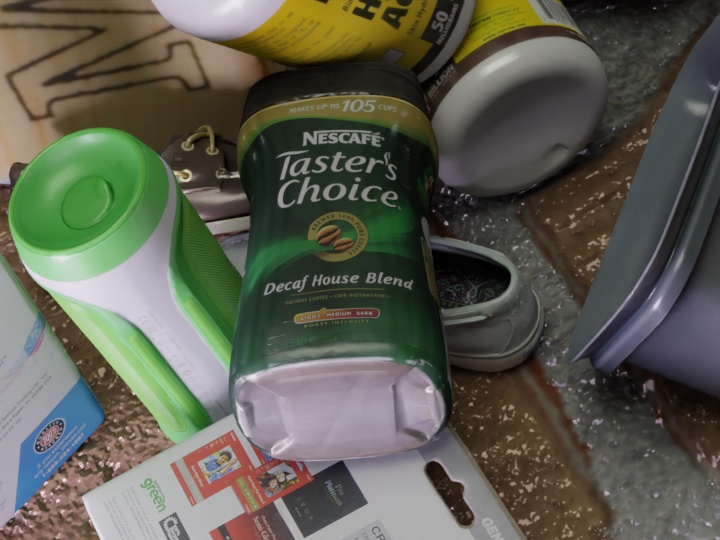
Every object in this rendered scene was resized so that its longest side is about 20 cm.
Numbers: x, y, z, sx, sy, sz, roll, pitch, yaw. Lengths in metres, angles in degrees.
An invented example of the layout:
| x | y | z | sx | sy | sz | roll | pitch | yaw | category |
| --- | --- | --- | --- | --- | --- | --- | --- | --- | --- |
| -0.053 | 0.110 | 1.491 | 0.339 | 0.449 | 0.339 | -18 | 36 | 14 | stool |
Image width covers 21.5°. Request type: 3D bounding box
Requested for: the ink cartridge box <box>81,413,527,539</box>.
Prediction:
| x | y | z | sx | sy | sz | roll | pitch | yaw | category |
| --- | --- | --- | --- | --- | --- | --- | --- | --- | --- |
| -0.010 | 0.158 | 0.906 | 0.174 | 0.084 | 0.201 | -28 | 55 | -7 | ink cartridge box |

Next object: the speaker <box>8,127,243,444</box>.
| x | y | z | sx | sy | sz | roll | pitch | yaw | category |
| --- | --- | --- | --- | --- | --- | --- | --- | --- | --- |
| -0.097 | 0.017 | 0.946 | 0.088 | 0.200 | 0.089 | -11 | 53 | 16 | speaker |

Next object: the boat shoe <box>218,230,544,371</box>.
| x | y | z | sx | sy | sz | roll | pitch | yaw | category |
| --- | --- | --- | --- | --- | --- | --- | --- | --- | --- |
| 0.000 | 0.001 | 1.015 | 0.199 | 0.072 | 0.071 | 10 | 60 | 20 | boat shoe |

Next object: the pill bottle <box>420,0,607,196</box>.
| x | y | z | sx | sy | sz | roll | pitch | yaw | category |
| --- | --- | --- | --- | --- | --- | --- | --- | --- | --- |
| 0.051 | -0.146 | 1.077 | 0.108 | 0.110 | 0.201 | -26 | 54 | -3 | pill bottle |

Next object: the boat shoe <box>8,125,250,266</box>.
| x | y | z | sx | sy | sz | roll | pitch | yaw | category |
| --- | --- | --- | --- | --- | --- | --- | --- | --- | --- |
| -0.103 | -0.048 | 1.069 | 0.198 | 0.072 | 0.060 | -10 | 97 | 12 | boat shoe |

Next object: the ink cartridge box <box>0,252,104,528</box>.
| x | y | z | sx | sy | sz | roll | pitch | yaw | category |
| --- | --- | --- | --- | --- | --- | --- | --- | --- | --- |
| -0.234 | 0.056 | 0.961 | 0.084 | 0.201 | 0.145 | 33 | 70 | 30 | ink cartridge box |

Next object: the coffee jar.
| x | y | z | sx | sy | sz | roll | pitch | yaw | category |
| --- | --- | --- | --- | --- | --- | --- | --- | --- | --- |
| -0.010 | -0.011 | 0.925 | 0.103 | 0.086 | 0.201 | -6 | 50 | 5 | coffee jar |

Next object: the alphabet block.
| x | y | z | sx | sy | sz | roll | pitch | yaw | category |
| --- | --- | --- | --- | --- | --- | --- | --- | --- | --- |
| -0.159 | -0.195 | 1.110 | 0.194 | 0.201 | 0.197 | -11 | 55 | 7 | alphabet block |

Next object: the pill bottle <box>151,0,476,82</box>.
| x | y | z | sx | sy | sz | roll | pitch | yaw | category |
| --- | --- | --- | --- | --- | --- | --- | --- | --- | --- |
| -0.040 | -0.161 | 0.947 | 0.111 | 0.199 | 0.113 | -8 | 77 | 41 | pill bottle |

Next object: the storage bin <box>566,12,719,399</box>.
| x | y | z | sx | sy | sz | roll | pitch | yaw | category |
| --- | --- | --- | --- | --- | --- | --- | --- | --- | --- |
| 0.204 | -0.018 | 0.949 | 0.133 | 0.146 | 0.201 | 27 | 63 | -2 | storage bin |
